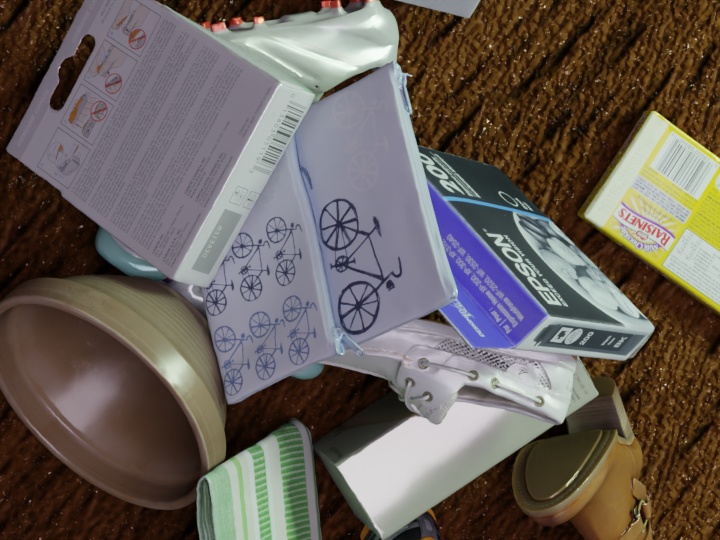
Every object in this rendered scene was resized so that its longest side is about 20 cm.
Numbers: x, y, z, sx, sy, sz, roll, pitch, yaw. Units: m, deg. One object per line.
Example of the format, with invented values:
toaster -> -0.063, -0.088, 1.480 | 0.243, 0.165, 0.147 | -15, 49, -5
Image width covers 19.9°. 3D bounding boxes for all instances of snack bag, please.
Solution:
snack bag -> -0.033, -0.025, 1.427 | 0.200, 0.021, 0.189 | -23, 68, 27

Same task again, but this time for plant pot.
plant pot -> -0.167, 0.070, 1.487 | 0.201, 0.201, 0.093 | 49, 53, -12

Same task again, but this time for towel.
towel -> -0.072, 0.199, 1.504 | 0.023, 0.200, 0.153 | -1, 99, 20

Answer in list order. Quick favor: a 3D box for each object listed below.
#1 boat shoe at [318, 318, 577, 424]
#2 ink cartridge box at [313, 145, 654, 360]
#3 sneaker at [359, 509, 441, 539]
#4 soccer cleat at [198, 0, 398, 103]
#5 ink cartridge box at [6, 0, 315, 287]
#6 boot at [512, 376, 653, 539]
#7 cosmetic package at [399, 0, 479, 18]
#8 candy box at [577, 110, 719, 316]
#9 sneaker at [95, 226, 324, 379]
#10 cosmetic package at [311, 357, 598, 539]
boat shoe -> 0.056, 0.076, 1.481 | 0.200, 0.071, 0.069 | 7, 76, -1
ink cartridge box -> 0.090, -0.016, 1.475 | 0.200, 0.198, 0.043 | 6, 126, -51
sneaker -> 0.007, 0.274, 1.582 | 0.078, 0.077, 0.200 | 20, 93, -15
soccer cleat -> -0.065, -0.155, 1.533 | 0.200, 0.069, 0.078 | -12, 101, -14
ink cartridge box -> -0.148, -0.104, 1.478 | 0.050, 0.200, 0.161 | 18, 104, -55
boot -> 0.177, 0.189, 1.563 | 0.077, 0.200, 0.156 | -11, 107, 17
cosmetic package -> -0.003, -0.256, 1.527 | 0.200, 0.051, 0.083 | 12, 57, -13
candy box -> 0.280, -0.031, 1.639 | 0.200, 0.026, 0.102 | 34, 90, -13
sneaker -> -0.083, -0.018, 1.534 | 0.200, 0.078, 0.140 | 35, 88, -14
cosmetic package -> 0.071, 0.114, 1.568 | 0.200, 0.104, 0.073 | -32, 100, -9
